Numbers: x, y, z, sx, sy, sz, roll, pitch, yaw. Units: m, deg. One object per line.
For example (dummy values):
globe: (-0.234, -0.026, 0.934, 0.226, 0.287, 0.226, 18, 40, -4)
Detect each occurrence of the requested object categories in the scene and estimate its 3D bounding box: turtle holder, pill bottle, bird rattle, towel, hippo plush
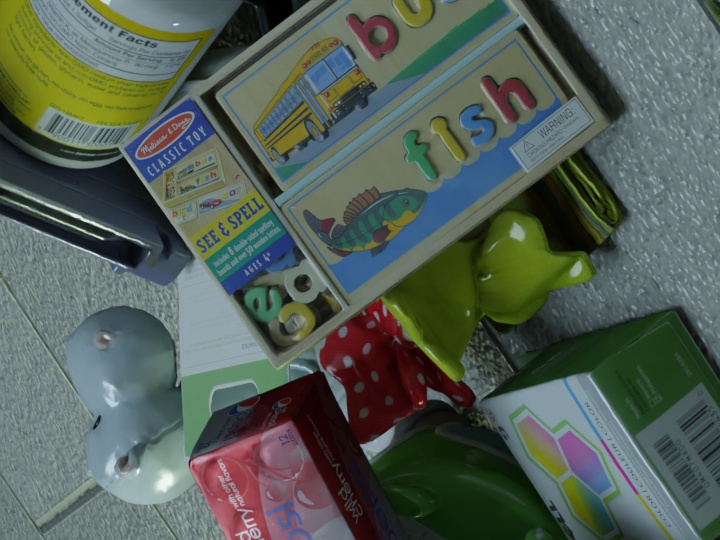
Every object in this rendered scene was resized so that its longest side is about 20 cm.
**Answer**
turtle holder: (0.077, 0.154, 1.544, 0.184, 0.132, 0.142, 3, 113, 11)
pill bottle: (-0.126, -0.153, 1.502, 0.114, 0.114, 0.200, 52, 137, 9)
bird rattle: (0.034, -0.010, 1.443, 0.200, 0.112, 0.164, 139, 114, -72)
towel: (0.076, -0.026, 1.443, 0.086, 0.018, 0.200, 55, 159, 7)
hippo plush: (-0.097, 0.082, 1.720, 0.159, 0.160, 0.201, 157, 95, -79)

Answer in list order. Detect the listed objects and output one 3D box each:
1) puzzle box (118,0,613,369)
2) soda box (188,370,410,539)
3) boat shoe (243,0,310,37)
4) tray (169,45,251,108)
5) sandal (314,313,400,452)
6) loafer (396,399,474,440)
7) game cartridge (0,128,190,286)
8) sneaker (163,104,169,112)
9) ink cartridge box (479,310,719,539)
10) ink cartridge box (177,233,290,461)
puzzle box: (0.002, -0.064, 1.321, 0.133, 0.200, 0.025, 54, -171, 4)
soda box: (-0.011, 0.158, 1.459, 0.201, 0.070, 0.063, 62, -157, -15)
boat shoe: (-0.039, -0.146, 1.375, 0.070, 0.066, 0.201, -27, 75, 65)
tray: (-0.062, -0.069, 1.509, 0.200, 0.022, 0.108, 3, 91, 63)
sandal: (0.003, -0.003, 1.588, 0.079, 0.059, 0.208, -35, 67, 60)
loafer: (0.069, 0.174, 1.665, 0.071, 0.073, 0.201, 26, 143, 54)
game cartridge: (-0.193, -0.069, 1.578, 0.200, 0.038, 0.130, 24, -155, -42)
sneaker: (-0.152, -0.155, 1.668, 0.099, 0.071, 0.201, 7, 132, 57)
ink cartridge box: (0.125, 0.090, 1.444, 0.104, 0.059, 0.200, 56, 159, -5)
ink cartridge box: (-0.058, 0.002, 1.573, 0.145, 0.048, 0.201, -14, 80, 61)
